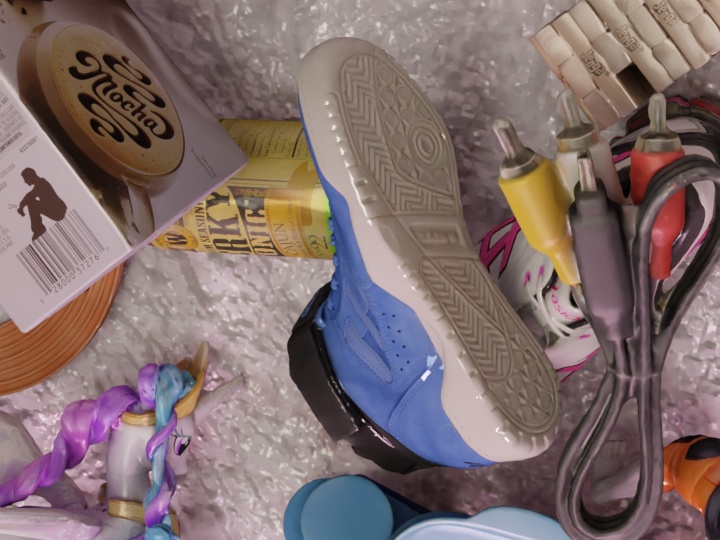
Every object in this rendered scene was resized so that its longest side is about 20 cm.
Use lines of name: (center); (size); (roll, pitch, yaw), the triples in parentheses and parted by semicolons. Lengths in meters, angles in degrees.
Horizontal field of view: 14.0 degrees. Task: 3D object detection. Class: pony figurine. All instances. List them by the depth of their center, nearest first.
pony figurine: (-0.154, 0.130, 1.415); (0.193, 0.167, 0.200); (-1, 109, -19)

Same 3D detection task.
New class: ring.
ring: (-0.204, -0.033, 1.447); (0.200, 0.019, 0.201); (7, 110, 21)

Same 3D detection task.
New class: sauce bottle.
sauce bottle: (-0.068, -0.039, 1.357); (0.200, 0.065, 0.065); (2, 108, 17)

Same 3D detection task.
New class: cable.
cable: (0.115, 0.020, 1.233); (0.097, 0.050, 0.200); (-8, 115, 4)

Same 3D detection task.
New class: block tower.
block tower: (0.164, -0.133, 1.244); (0.200, 0.054, 0.058); (-36, 92, 28)

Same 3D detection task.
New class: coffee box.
coffee box: (-0.157, -0.089, 1.272); (0.080, 0.113, 0.200); (-36, 92, 32)

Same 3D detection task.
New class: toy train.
toy train: (-0.034, 0.186, 1.353); (0.085, 0.116, 0.200); (27, 82, 13)

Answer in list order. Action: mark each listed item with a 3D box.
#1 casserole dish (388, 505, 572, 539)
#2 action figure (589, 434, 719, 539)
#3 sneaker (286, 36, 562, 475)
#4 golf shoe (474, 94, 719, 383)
casserole dish: (0.040, 0.190, 1.315); (0.121, 0.039, 0.200); (16, 105, -13)
action figure: (0.194, 0.132, 1.247); (0.200, 0.105, 0.193); (54, 158, -3)
sneaker: (-0.001, 0.001, 1.274); (0.111, 0.077, 0.200); (-16, 110, 41)
golf shoe: (0.087, 0.003, 1.300); (0.073, 0.092, 0.200); (43, 119, 1)
